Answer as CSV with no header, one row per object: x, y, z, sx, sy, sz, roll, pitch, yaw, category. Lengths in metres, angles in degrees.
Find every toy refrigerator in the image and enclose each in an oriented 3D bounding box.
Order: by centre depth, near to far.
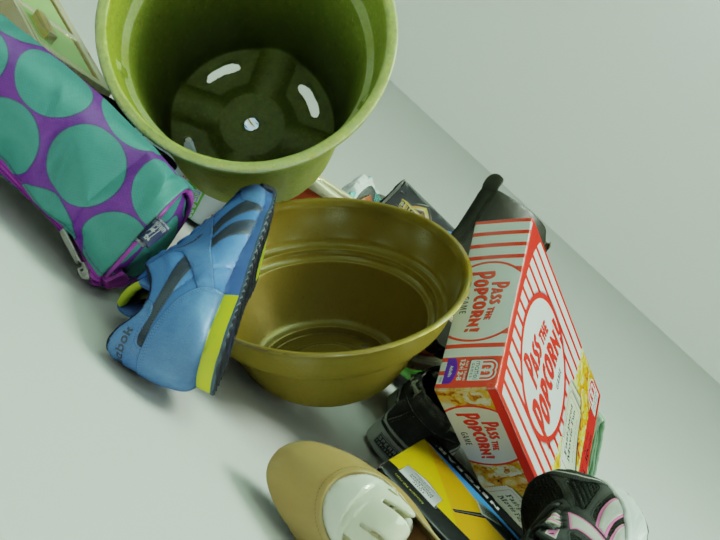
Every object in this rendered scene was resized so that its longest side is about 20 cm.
-0.258,-0.179,1.200,0.076,0.070,0.200,33,16,-41,toy refrigerator

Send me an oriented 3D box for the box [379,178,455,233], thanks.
0.073,0.025,1.432,0.200,0.050,0.198,44,-16,-1,box

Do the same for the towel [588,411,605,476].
0.159,0.108,1.527,0.200,0.023,0.153,50,-18,27,towel

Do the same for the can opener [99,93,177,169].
-0.185,-0.080,1.133,0.078,0.064,0.200,18,-9,22,can opener

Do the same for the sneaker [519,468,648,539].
0.125,0.173,0.955,0.086,0.081,0.200,28,13,-18,sneaker

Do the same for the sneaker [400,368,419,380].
0.021,0.046,1.371,0.200,0.077,0.084,43,-8,-11,sneaker

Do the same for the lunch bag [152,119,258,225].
-0.115,-0.092,1.366,0.160,0.076,0.200,49,14,20,lunch bag

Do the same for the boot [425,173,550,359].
0.130,0.036,1.267,0.200,0.139,0.077,43,-13,-30,boot

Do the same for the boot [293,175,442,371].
0.000,0.000,1.278,0.199,0.108,0.075,35,3,-10,boot

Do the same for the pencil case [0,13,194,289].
-0.200,-0.079,0.997,0.200,0.093,0.085,42,-24,0,pencil case

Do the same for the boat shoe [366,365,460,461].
0.059,0.111,1.238,0.071,0.064,0.200,43,11,3,boat shoe

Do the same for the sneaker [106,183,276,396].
-0.102,-0.002,0.992,0.078,0.066,0.201,15,35,2,sneaker

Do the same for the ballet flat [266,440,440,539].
0.029,0.165,0.900,0.200,0.069,0.063,45,-27,4,ballet flat

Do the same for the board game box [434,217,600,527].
0.116,0.087,1.130,0.201,0.046,0.152,63,33,-42,board game box

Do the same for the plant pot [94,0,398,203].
-0.078,-0.134,1.130,0.200,0.200,0.184,44,-13,10,plant pot

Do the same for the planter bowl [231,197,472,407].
-0.025,0.034,1.084,0.198,0.084,0.201,0,32,0,planter bowl

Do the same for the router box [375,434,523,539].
0.082,0.201,1.014,0.200,0.051,0.149,46,12,9,router box

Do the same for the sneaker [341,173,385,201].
0.010,-0.045,1.625,0.091,0.078,0.200,47,13,2,sneaker
